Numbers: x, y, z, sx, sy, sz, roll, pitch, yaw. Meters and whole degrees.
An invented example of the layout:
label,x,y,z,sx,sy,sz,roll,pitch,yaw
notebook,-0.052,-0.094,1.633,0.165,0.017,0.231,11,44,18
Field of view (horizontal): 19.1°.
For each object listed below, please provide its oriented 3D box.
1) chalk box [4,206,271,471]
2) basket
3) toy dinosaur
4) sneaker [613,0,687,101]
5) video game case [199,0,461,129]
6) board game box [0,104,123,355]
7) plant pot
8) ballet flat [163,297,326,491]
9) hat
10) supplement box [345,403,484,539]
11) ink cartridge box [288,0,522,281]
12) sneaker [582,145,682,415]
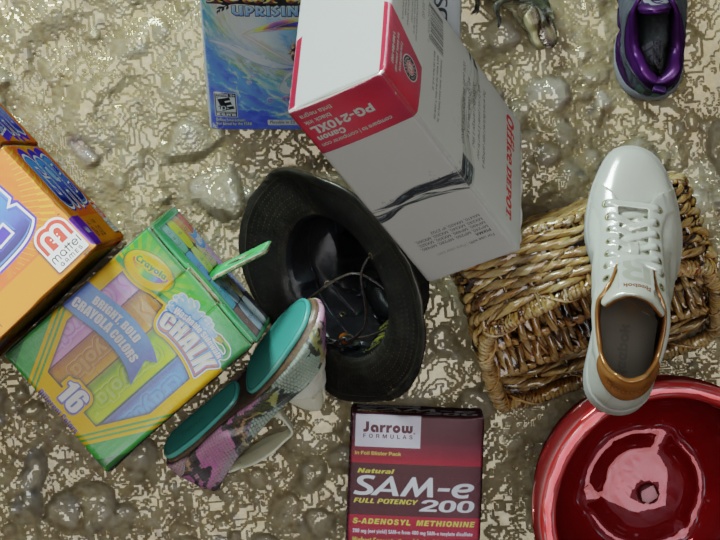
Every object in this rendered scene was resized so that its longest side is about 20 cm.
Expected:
label,x,y,z,sx,sy,sz,roll,pitch,yaw
chalk box,-0.153,0.036,1.650,0.200,0.124,0.124,-41,93,6
basket,0.179,0.022,1.651,0.199,0.143,0.150,-17,93,1
toy dinosaur,0.073,-0.235,1.665,0.088,0.048,0.200,-39,122,7
sneaker,0.231,-0.233,1.663,0.074,0.088,0.201,-6,94,0
video game case,-0.022,-0.188,1.630,0.199,0.046,0.182,0,134,1
board game box,-0.326,-0.026,1.613,0.200,0.200,0.200,-43,93,1
plant pot,0.227,0.174,1.640,0.199,0.183,0.201,0,94,0
ballet flat,-0.074,0.101,1.678,0.071,0.069,0.200,34,116,-20
hat,0.000,0.000,1.669,0.081,0.200,0.201,-29,94,-37
supplement box,0.042,0.210,1.702,0.108,0.061,0.201,2,93,0
ink cartridge box,0.037,-0.112,1.569,0.084,0.145,0.200,-21,131,24
sneaker,0.200,-0.001,1.531,0.072,0.085,0.201,4,74,-2
